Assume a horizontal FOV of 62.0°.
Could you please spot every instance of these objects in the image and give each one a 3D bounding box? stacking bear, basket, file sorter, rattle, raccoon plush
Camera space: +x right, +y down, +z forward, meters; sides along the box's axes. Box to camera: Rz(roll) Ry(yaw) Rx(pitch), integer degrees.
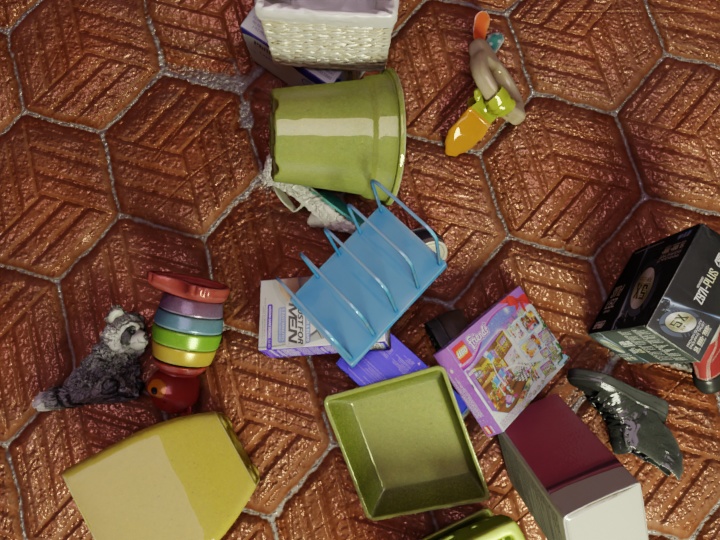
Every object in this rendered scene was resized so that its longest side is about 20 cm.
[{"bbox_3d":[-0.269,0.115,0.907,0.119,0.113,0.206,13,92,20],"label":"stacking bear"},{"bbox_3d":[-0.040,-0.415,0.862,0.194,0.161,0.204,3,80,1],"label":"basket"},{"bbox_3d":[0.000,0.000,0.824,0.200,0.123,0.139,-45,68,-6],"label":"file sorter"},{"bbox_3d":[0.192,-0.315,1.019,0.127,0.143,0.204,-2,62,-32],"label":"rattle"},{"bbox_3d":[-0.414,0.132,0.916,0.194,0.097,0.138,-7,73,-1],"label":"raccoon plush"}]

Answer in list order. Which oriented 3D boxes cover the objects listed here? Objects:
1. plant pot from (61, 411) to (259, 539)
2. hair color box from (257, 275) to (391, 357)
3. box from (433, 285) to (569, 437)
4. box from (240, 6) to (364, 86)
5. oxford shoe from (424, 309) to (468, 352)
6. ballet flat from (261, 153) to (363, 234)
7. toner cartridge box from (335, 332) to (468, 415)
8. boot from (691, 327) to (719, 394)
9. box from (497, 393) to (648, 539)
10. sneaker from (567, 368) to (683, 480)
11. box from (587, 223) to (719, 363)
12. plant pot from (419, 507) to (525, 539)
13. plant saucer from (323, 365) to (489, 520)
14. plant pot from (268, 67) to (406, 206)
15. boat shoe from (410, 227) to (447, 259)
[{"bbox_3d":[-0.252,0.302,0.839,0.197,0.196,0.197,-32,82,-12],"label":"plant pot"},{"bbox_3d":[-0.054,0.067,0.912,0.194,0.065,0.112,-5,70,9],"label":"hair color box"},{"bbox_3d":[0.214,0.129,0.891,0.198,0.039,0.138,-30,83,-37],"label":"box"},{"bbox_3d":[-0.064,-0.405,0.994,0.182,0.105,0.202,33,81,6],"label":"box"},{"bbox_3d":[0.182,0.151,0.921,0.083,0.073,0.203,-26,83,-9],"label":"oxford shoe"},{"bbox_3d":[-0.081,-0.113,0.975,0.199,0.072,0.072,40,83,8],"label":"ballet flat"},{"bbox_3d":[0.064,0.177,0.930,0.199,0.043,0.095,42,84,6],"label":"toner cartridge box"},{"bbox_3d":[0.557,0.088,0.942,0.200,0.071,0.146,-48,122,-32],"label":"boot"},{"bbox_3d":[0.282,0.289,0.818,0.107,0.200,0.130,-21,115,-5],"label":"box"},{"bbox_3d":[0.400,0.231,0.914,0.195,0.060,0.106,21,76,0],"label":"sneaker"},{"bbox_3d":[0.440,0.043,0.874,0.085,0.200,0.166,32,83,4],"label":"box"},{"bbox_3d":[0.149,0.455,0.815,0.195,0.182,0.204,-24,82,-4],"label":"plant pot"},{"bbox_3d":[0.068,0.247,0.874,0.196,0.048,0.204,-19,95,22],"label":"plant saucer"},{"bbox_3d":[-0.045,-0.200,0.895,0.179,0.200,0.206,-1,80,-12],"label":"plant pot"},{"bbox_3d":[0.040,-0.020,0.966,0.195,0.074,0.063,-16,38,3],"label":"boat shoe"}]
